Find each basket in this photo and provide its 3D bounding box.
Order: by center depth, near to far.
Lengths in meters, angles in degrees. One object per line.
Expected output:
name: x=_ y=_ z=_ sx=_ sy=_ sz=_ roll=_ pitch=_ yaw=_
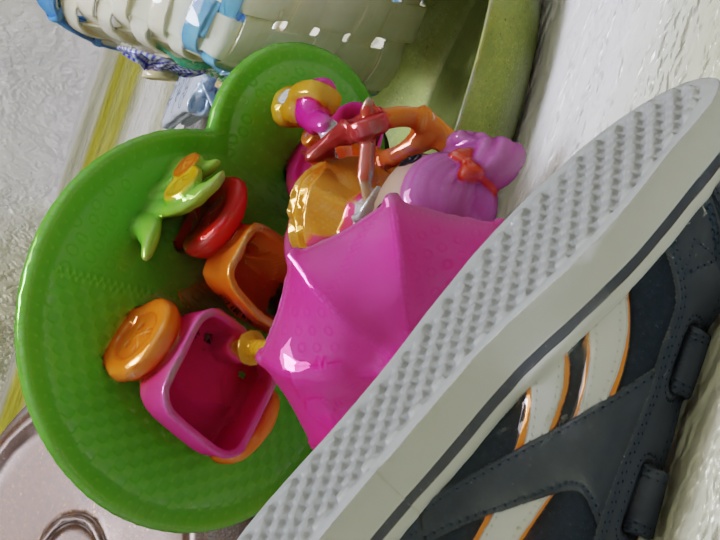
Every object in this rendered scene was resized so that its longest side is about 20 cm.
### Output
basket: x=-0.076 y=-0.158 z=1.033 sx=0.200 sy=0.176 sz=0.140 roll=39 pitch=109 yaw=31

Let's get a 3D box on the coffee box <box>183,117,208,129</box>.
coffee box: x=-0.028 y=-0.124 z=1.298 sx=0.200 sy=0.079 sz=0.114 roll=129 pitch=156 yaw=-60

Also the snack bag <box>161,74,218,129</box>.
snack bag: x=-0.048 y=-0.162 z=1.201 sx=0.200 sy=0.021 sz=0.190 roll=-178 pitch=107 yaw=-76

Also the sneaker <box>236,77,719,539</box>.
sneaker: x=0.050 y=0.041 z=0.672 sx=0.200 sy=0.079 sz=0.078 roll=-48 pitch=14 yaw=-9

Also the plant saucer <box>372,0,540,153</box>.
plant saucer: x=0.032 y=-0.058 z=1.021 sx=0.200 sy=0.031 sz=0.201 roll=-161 pitch=90 yaw=-79

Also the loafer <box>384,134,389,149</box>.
loafer: x=-0.056 y=0.009 z=0.977 sx=0.067 sy=0.076 sz=0.200 roll=-10 pitch=37 yaw=49

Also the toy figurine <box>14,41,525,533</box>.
toy figurine: x=0.000 y=0.000 z=0.856 sx=0.184 sy=0.150 sz=0.201 roll=-2 pitch=51 yaw=54

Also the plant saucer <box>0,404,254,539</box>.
plant saucer: x=-0.108 y=0.122 z=1.001 sx=0.199 sy=0.037 sz=0.202 roll=-13 pitch=68 yaw=36
